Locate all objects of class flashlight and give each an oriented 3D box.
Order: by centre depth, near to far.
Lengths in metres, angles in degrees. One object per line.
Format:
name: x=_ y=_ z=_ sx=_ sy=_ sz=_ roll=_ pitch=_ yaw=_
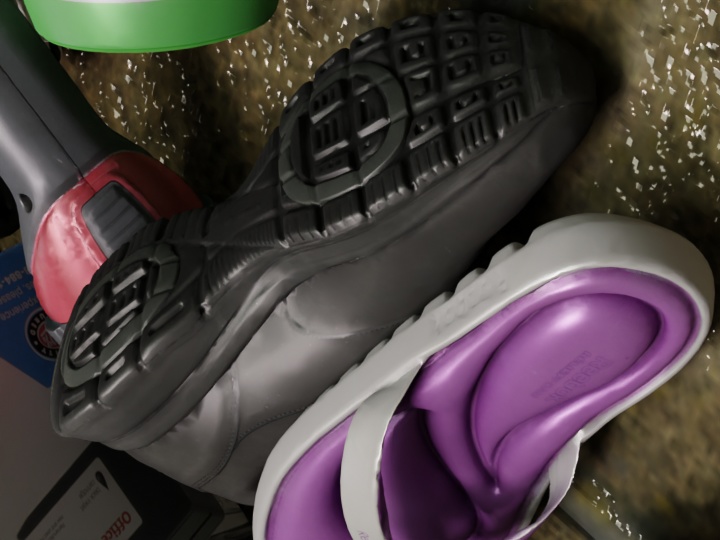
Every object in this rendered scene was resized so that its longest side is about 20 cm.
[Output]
flashlight: x=-0.113 y=-0.057 z=0.843 sx=0.067 sy=0.068 sz=0.200 roll=-28 pitch=108 yaw=28

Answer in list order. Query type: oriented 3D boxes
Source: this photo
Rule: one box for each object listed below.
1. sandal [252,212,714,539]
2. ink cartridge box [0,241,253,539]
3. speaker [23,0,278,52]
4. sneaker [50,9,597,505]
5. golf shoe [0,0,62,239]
sandal: x=0.026 y=0.056 z=0.763 sx=0.203 sy=0.082 sz=0.050 roll=125 pitch=155 yaw=-45
ink cartridge box: x=-0.108 y=0.108 z=0.875 sx=0.084 sy=0.144 sz=0.201 roll=-35 pitch=87 yaw=41
speaker: x=-0.067 y=-0.168 z=0.776 sx=0.088 sy=0.088 sz=0.201 roll=17 pitch=119 yaw=45
sneaker: x=0.000 y=0.000 z=0.788 sx=0.200 sy=0.091 sz=0.076 roll=-35 pitch=34 yaw=34
golf shoe: x=-0.126 y=-0.098 z=0.897 sx=0.092 sy=0.073 sz=0.201 roll=35 pitch=138 yaw=17
